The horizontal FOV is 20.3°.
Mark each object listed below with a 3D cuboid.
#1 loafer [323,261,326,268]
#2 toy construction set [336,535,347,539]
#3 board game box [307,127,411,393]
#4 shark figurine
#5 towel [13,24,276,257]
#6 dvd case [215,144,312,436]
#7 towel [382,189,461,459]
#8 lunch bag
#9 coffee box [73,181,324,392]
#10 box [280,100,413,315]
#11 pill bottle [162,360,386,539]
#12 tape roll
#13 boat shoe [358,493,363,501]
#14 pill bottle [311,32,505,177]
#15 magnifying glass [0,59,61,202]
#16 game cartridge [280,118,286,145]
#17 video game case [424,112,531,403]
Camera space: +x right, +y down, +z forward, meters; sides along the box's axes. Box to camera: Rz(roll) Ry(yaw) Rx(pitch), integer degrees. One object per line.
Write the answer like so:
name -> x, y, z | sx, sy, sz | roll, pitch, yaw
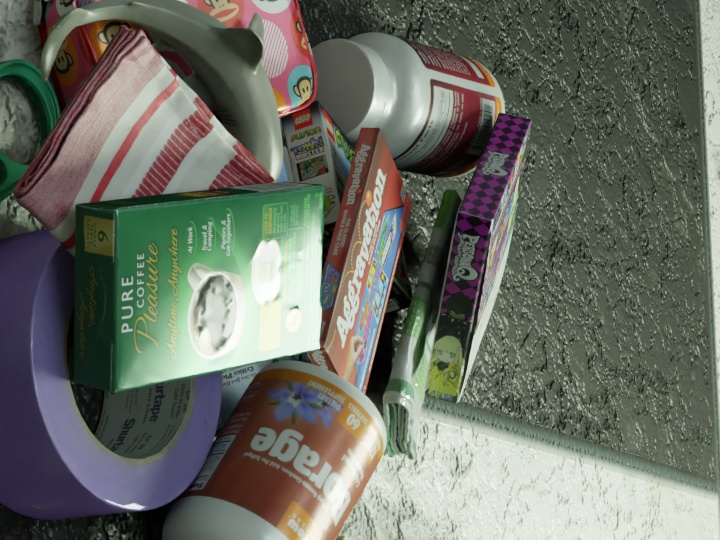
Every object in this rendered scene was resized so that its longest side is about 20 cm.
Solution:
loafer -> -0.054, 0.011, 1.603 | 0.200, 0.070, 0.068 | 27, 58, -52
toy construction set -> -0.042, 0.278, 1.544 | 0.131, 0.092, 0.200 | 66, 24, -21
board game box -> 0.000, 0.000, 1.548 | 0.103, 0.019, 0.200 | 63, 35, -52
shark figurine -> -0.115, -0.157, 1.394 | 0.214, 0.089, 0.128 | 30, 69, -31
towel -> -0.134, -0.048, 1.353 | 0.200, 0.023, 0.144 | 48, 63, -41
dvd case -> -0.099, 0.019, 1.501 | 0.142, 0.018, 0.200 | -17, 102, -25
towel -> 0.058, 0.049, 1.719 | 0.149, 0.031, 0.200 | 90, 16, -65
lunch bag -> -0.136, -0.175, 1.477 | 0.200, 0.082, 0.177 | -24, 102, -37
coffee box -> -0.105, 0.006, 1.346 | 0.200, 0.044, 0.123 | -11, 107, -48
box -> -0.009, -0.047, 1.649 | 0.200, 0.035, 0.110 | 48, 27, -63
pill bottle -> -0.069, 0.170, 1.420 | 0.112, 0.112, 0.200 | 57, 47, -32
tape roll -> -0.187, 0.068, 1.373 | 0.200, 0.085, 0.201 | 19, 67, -53
boat shoe -> -0.063, 0.167, 1.547 | 0.200, 0.074, 0.073 | -24, 102, -58
pill bottle -> 0.031, -0.144, 1.737 | 0.200, 0.113, 0.113 | 7, 76, -56
magnifying glass -> -0.253, -0.061, 1.363 | 0.080, 0.022, 0.200 | 51, 44, -37
game cartridge -> -0.112, -0.161, 1.594 | 0.133, 0.041, 0.200 | -29, 106, -52
video game case -> 0.102, -0.014, 1.719 | 0.200, 0.036, 0.182 | -64, 166, -58
